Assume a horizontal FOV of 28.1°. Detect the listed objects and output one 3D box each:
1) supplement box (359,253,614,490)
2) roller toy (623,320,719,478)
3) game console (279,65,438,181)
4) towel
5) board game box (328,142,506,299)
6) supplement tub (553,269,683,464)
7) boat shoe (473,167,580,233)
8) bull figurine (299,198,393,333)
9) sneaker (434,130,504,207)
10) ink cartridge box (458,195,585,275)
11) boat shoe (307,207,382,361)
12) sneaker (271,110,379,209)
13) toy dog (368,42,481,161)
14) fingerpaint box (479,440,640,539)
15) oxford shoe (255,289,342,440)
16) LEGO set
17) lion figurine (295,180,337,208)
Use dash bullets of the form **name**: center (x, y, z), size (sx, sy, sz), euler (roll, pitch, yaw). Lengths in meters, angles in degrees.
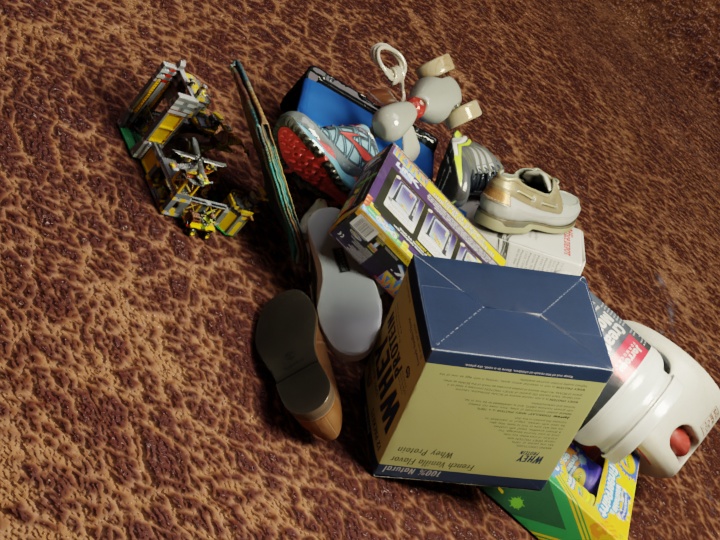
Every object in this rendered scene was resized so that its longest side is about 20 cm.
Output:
- **supplement box**: center (0.124, 0.110, 1.501), size (0.199, 0.200, 0.135), euler (7, 43, -16)
- **roller toy**: center (0.359, 0.159, 1.810), size (0.200, 0.140, 0.182), euler (43, -10, -10)
- **game console**: center (-0.010, -0.162, 1.863), size (0.199, 0.171, 0.119), euler (30, 62, -13)
- **towel**: center (-0.106, -0.122, 1.634), size (0.147, 0.022, 0.201), euler (-117, -171, -49)
- **board game box**: center (0.068, -0.026, 1.617), size (0.200, 0.057, 0.166), euler (46, 30, -12)
- **supplement tub**: center (0.257, 0.110, 1.657), size (0.200, 0.141, 0.140), euler (42, 27, 5)
- **boat shoe**: center (0.219, -0.089, 1.782), size (0.074, 0.069, 0.199), euler (28, 21, 30)
- **bull figurine**: center (0.000, 0.000, 1.678), size (0.121, 0.065, 0.201), euler (-14, 60, -7)
- **sneaker**: center (0.140, -0.124, 1.807), size (0.080, 0.074, 0.200), euler (20, 23, 1)
- **ink cartridge box**: center (0.174, -0.026, 1.804), size (0.199, 0.085, 0.146), euler (19, 21, 2)
- **boat shoe**: center (-0.025, 0.026, 1.584), size (0.073, 0.068, 0.200), euler (-10, 53, -13)
- **sneaker**: center (-0.029, -0.139, 1.700), size (0.200, 0.079, 0.096), euler (40, 57, -40)
- **toy dog**: center (0.061, -0.203, 1.804), size (0.199, 0.096, 0.133), euler (-1, 71, -47)
- **fingerpaint box**: center (0.239, 0.235, 1.687), size (0.167, 0.073, 0.200), euler (42, 27, -4)
- **oxford shoe**: center (-0.062, 0.100, 1.504), size (0.201, 0.071, 0.071), euler (-107, 171, -48)
- **LEGO set**: center (-0.175, -0.145, 1.615), size (0.153, 0.116, 0.201), euler (19, 37, -39)
- **lion figurine**: center (-0.011, -0.065, 1.778), size (0.122, 0.073, 0.201), euler (7, 48, -34)
